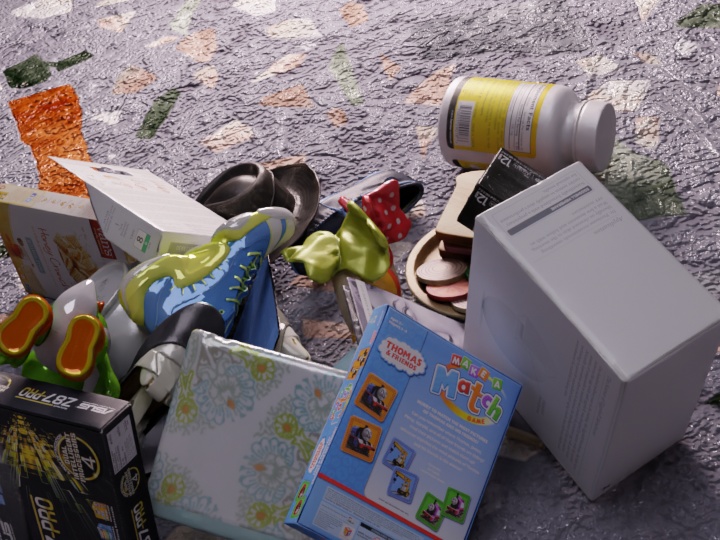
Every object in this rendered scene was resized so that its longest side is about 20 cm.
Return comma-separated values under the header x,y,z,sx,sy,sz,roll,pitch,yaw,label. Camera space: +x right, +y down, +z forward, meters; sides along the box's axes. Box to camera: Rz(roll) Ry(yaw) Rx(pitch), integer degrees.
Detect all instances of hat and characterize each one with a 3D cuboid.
x,y,z,sx,sy,sz,roll,pitch,yaw,label
-0.143,-0.067,1.432,0.199,0.081,0.203,-29,38,25,hat

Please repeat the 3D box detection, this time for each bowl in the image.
x,y,z,sx,sy,sz,roll,pitch,yaw,label
-0.250,0.055,1.294,0.199,0.090,0.203,-31,31,21,bowl

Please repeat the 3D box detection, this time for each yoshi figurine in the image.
x,y,z,sx,sy,sz,roll,pitch,yaw,label
-0.276,0.082,1.126,0.110,0.114,0.200,-20,-4,-7,yoshi figurine

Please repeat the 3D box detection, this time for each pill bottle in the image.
x,y,z,sx,sy,sz,roll,pitch,yaw,label
0.202,-0.170,1.488,0.197,0.113,0.112,11,43,27,pill bottle

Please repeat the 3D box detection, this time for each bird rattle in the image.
x,y,z,sx,sy,sz,roll,pitch,yaw,label
0.000,0.000,1.302,0.111,0.166,0.200,-14,4,14,bird rattle

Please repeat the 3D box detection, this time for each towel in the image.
x,y,z,sx,sy,sz,roll,pitch,yaw,label
-0.081,0.162,1.106,0.197,0.048,0.174,15,80,5,towel

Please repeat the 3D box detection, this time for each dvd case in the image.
x,y,z,sx,sy,sz,roll,pitch,yaw,label
0.080,0.086,1.174,0.198,0.016,0.150,22,29,-25,dvd case

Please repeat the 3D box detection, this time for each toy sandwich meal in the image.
x,y,z,sx,sy,sz,roll,pitch,yaw,label
0.140,-0.028,1.360,0.201,0.071,0.207,-8,38,7,toy sandwich meal

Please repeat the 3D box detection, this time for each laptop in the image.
x,y,z,sx,sy,sz,roll,pitch,yaw,label
-0.168,0.093,1.239,0.197,0.118,0.188,-15,26,-2,laptop

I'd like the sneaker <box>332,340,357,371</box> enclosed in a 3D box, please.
x,y,z,sx,sy,sz,roll,pitch,yaw,label
0.019,0.165,1.160,0.130,0.080,0.200,-38,51,-7,sneaker

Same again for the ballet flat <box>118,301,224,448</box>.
x,y,z,sx,sy,sz,roll,pitch,yaw,label
-0.198,0.116,1.159,0.200,0.073,0.073,-45,33,18,ballet flat

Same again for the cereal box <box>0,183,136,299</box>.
x,y,z,sx,sy,sz,roll,pitch,yaw,label
-0.332,-0.021,1.436,0.197,0.146,0.040,11,43,29,cereal box

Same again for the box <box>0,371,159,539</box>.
x,y,z,sx,sy,sz,roll,pitch,yaw,label
-0.259,0.195,1.091,0.159,0.203,0.049,11,33,27,box

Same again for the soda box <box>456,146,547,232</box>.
x,y,z,sx,sy,sz,roll,pitch,yaw,label
0.204,-0.036,1.279,0.198,0.064,0.071,33,49,4,soda box

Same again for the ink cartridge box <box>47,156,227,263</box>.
x,y,z,sx,sy,sz,roll,pitch,yaw,label
-0.229,-0.058,1.339,0.198,0.051,0.160,29,13,32,ink cartridge box

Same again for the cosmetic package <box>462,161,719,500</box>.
x,y,z,sx,sy,sz,roll,pitch,yaw,label
0.199,0.055,1.090,0.122,0.201,0.201,-26,57,-18,cosmetic package

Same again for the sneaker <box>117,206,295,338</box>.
x,y,z,sx,sy,sz,roll,pitch,yaw,label
-0.136,0.017,1.226,0.198,0.076,0.106,-27,74,-19,sneaker

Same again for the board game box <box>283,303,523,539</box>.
x,y,z,sx,sy,sz,roll,pitch,yaw,label
0.041,0.154,1.052,0.037,0.150,0.202,-21,41,65,board game box

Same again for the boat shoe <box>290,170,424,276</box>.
x,y,z,sx,sy,sz,roll,pitch,yaw,label
-0.003,-0.064,1.436,0.068,0.085,0.200,9,44,44,boat shoe

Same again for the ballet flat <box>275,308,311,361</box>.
x,y,z,sx,sy,sz,roll,pitch,yaw,label
-0.077,0.113,1.255,0.062,0.068,0.202,-4,45,9,ballet flat
